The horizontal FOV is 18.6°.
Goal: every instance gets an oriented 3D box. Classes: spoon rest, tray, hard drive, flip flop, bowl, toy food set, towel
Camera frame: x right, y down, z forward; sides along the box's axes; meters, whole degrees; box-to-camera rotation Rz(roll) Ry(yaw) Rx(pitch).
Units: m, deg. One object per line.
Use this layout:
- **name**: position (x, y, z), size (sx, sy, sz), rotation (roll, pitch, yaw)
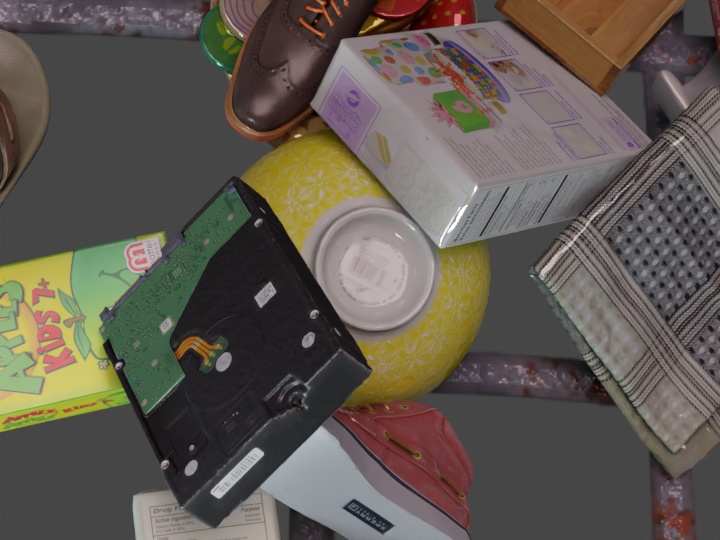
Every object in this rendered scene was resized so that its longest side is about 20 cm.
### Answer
- **spoon rest**: position (0.287, -0.152, 1.590), size (0.199, 0.061, 0.100), rotation (-26, 79, -27)
- **tray**: position (0.189, -0.215, 1.566), size (0.099, 0.037, 0.200), rotation (40, 52, 6)
- **hard drive**: position (-0.083, 0.047, 1.357), size (0.140, 0.038, 0.200), rotation (-45, 40, 9)
- **flip flop**: position (-0.264, -0.086, 1.484), size (0.081, 0.058, 0.201), rotation (19, 55, 1)
- **bowl**: position (0.000, 0.000, 1.453), size (0.199, 0.108, 0.202), rotation (0, 87, -10)
- **toy food set**: position (-0.015, -0.181, 1.559), size (0.199, 0.049, 0.199), rotation (-30, 79, -14)
- **towel**: position (0.231, 0.011, 1.495), size (0.192, 0.034, 0.200), rotation (-43, 112, -16)

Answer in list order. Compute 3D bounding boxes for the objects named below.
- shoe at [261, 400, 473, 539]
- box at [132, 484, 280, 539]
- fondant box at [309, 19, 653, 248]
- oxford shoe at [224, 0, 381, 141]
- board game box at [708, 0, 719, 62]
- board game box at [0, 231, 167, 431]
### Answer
- **shoe**: position (-0.004, 0.115, 1.426), size (0.200, 0.071, 0.091), rotation (38, 36, -23)
- **box**: position (-0.090, 0.240, 1.411), size (0.094, 0.078, 0.201), rotation (-5, 74, -8)
- **fondant box**: position (0.085, -0.096, 1.471), size (0.199, 0.058, 0.144), rotation (-12, 52, -47)
- **oxford shoe**: position (-0.028, -0.178, 1.493), size (0.071, 0.073, 0.201), rotation (31, 73, 3)
- **board game box**: position (0.295, -0.194, 1.565), size (0.102, 0.019, 0.201), rotation (2, 68, -20)
- **board game box**: position (-0.216, 0.048, 1.469), size (0.199, 0.048, 0.102), rotation (-12, 76, -10)
